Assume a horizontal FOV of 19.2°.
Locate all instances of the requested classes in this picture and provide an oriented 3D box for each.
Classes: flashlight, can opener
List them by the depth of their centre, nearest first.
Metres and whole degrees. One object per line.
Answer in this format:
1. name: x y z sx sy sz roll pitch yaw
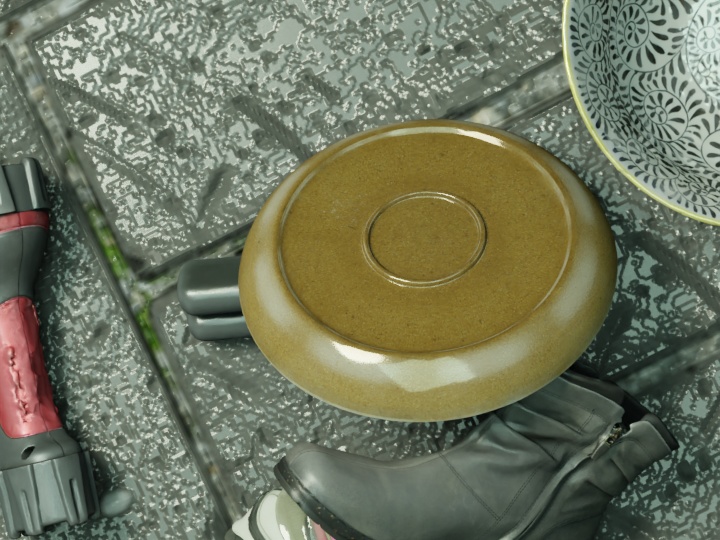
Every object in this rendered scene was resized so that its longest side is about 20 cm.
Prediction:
1. can opener: 0.000 0.000 1.161 0.198 0.053 0.067 -9 53 4
2. flashlight: -0.185 0.042 1.164 0.067 0.068 0.202 -14 86 11

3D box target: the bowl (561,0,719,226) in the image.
1. bowl: 0.206 -0.120 1.111 0.199 0.094 0.203 0 89 7

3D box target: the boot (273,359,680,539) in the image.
1. boot: 0.060 0.090 1.091 0.199 0.070 0.132 21 109 -36

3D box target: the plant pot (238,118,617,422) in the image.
1. plant pot: 0.033 -0.010 1.102 0.198 0.028 0.201 -4 50 4

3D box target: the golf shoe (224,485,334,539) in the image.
1. golf shoe: -0.004 0.209 1.145 0.092 0.072 0.201 -26 80 24
